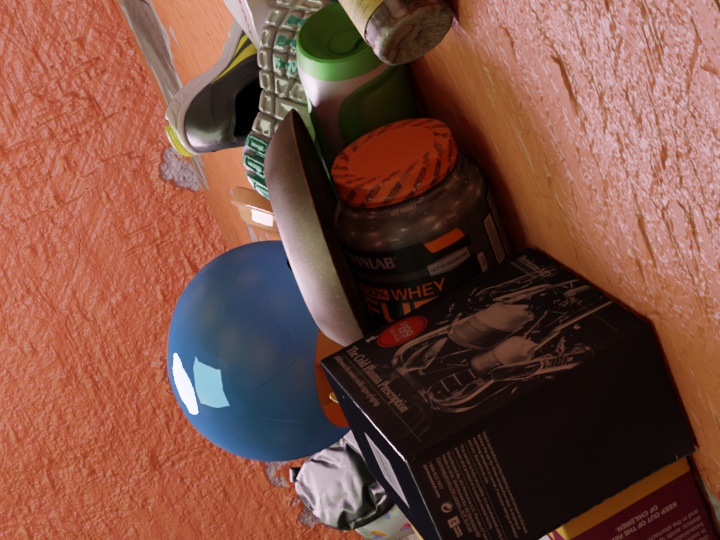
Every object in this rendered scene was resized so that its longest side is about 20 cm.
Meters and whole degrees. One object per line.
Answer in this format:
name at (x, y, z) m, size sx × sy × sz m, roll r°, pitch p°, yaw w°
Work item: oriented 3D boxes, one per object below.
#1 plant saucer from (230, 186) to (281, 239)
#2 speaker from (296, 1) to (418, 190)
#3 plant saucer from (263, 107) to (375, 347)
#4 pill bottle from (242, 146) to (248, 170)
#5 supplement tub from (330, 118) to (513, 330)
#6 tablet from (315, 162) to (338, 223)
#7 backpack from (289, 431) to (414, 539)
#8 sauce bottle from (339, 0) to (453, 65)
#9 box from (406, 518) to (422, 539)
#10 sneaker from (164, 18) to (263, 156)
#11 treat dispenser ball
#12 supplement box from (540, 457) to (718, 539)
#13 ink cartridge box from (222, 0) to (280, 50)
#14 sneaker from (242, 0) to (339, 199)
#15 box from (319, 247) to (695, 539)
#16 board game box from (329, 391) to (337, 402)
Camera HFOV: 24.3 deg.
plant saucer at (-0.031, -0.031, 1.596) m, size 0.199 × 0.033 × 0.200 m, roll 20°, pitch 178°, yaw 1°
speaker at (0.007, -0.117, 1.346) m, size 0.089 × 0.088 × 0.201 m, roll 54°, pitch 168°, yaw 43°
plant saucer at (-0.034, -0.024, 1.282) m, size 0.200 × 0.036 × 0.202 m, roll -18°, pitch -90°, yaw -86°
pill bottle at (-0.051, -0.118, 1.594) m, size 0.116 × 0.115 × 0.200 m, roll 64°, pitch 172°, yaw -6°
supplement tub at (0.055, -0.007, 1.279) m, size 0.201 × 0.122 × 0.123 m, roll 67°, pitch 170°, yaw -28°
tablet at (0.000, 0.000, 1.452) m, size 0.200 × 0.014 × 0.131 m, roll 62°, pitch -142°, yaw -41°
backpack at (0.053, 0.189, 1.660) m, size 0.167 × 0.199 × 0.127 m, roll -43°, pitch 64°, yaw 36°
sauce bottle at (-0.007, -0.234, 1.163) m, size 0.201 × 0.064 × 0.065 m, roll 61°, pitch 171°, yaw 25°
box at (0.123, 0.187, 1.412) m, size 0.200 × 0.041 × 0.119 m, roll -35°, pitch 87°, yaw 38°
sneaker at (-0.085, -0.172, 1.473) m, size 0.084 × 0.200 × 0.075 m, roll 12°, pitch 148°, yaw 40°
treat dispenser ball at (-0.078, 0.074, 1.527) m, size 0.202 × 0.200 × 0.201 m, roll 60°, pitch 171°, yaw 16°
supplement box at (0.191, 0.207, 1.189) m, size 0.201 × 0.103 × 0.131 m, roll 65°, pitch 170°, yaw -20°
ink cartridge box at (-0.101, -0.300, 1.435) m, size 0.200 × 0.084 × 0.145 m, roll 55°, pitch 169°, yaw 43°
sneaker at (-0.042, -0.160, 1.410) m, size 0.077 × 0.091 × 0.201 m, roll 26°, pitch 114°, yaw 19°
box at (0.094, 0.091, 1.145) m, size 0.105 × 0.181 × 0.200 m, roll 66°, pitch 170°, yaw -22°
board game box at (0.080, 0.116, 1.325) m, size 0.199 × 0.095 × 0.030 m, roll 20°, pitch 113°, yaw 29°
